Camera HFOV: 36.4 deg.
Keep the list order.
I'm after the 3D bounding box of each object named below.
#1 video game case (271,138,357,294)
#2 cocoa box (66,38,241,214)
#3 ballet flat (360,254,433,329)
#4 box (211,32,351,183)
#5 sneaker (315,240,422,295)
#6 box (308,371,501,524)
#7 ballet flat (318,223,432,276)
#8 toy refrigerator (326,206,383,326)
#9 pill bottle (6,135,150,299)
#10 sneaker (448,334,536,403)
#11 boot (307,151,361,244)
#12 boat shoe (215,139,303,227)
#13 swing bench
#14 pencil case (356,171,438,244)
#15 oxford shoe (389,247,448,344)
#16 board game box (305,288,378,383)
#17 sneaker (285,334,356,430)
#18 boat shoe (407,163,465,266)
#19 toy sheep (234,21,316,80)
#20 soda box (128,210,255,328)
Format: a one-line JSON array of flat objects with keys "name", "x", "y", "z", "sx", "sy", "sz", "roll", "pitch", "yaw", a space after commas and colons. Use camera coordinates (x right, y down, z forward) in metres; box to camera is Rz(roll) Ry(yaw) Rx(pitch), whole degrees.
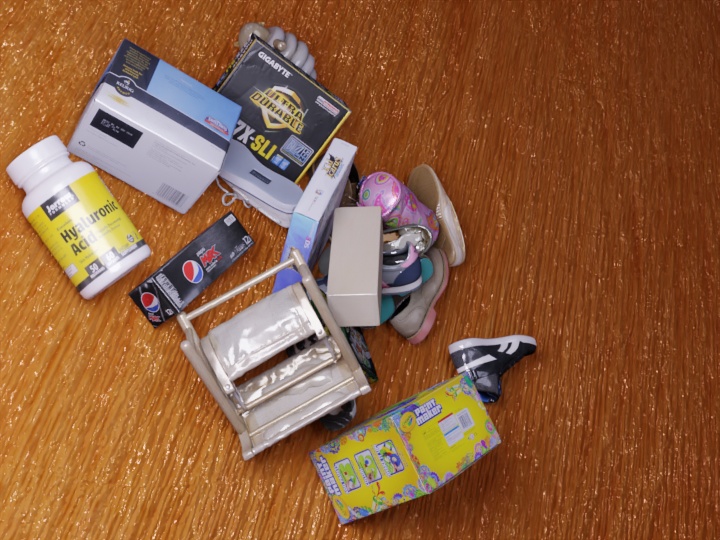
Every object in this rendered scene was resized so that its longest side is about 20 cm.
[{"name": "video game case", "x": -0.073, "y": -0.073, "z": 1.692, "sx": 0.045, "sy": 0.201, "sz": 0.182, "roll": 21, "pitch": 47, "yaw": 2}, {"name": "cocoa box", "x": -0.294, "y": -0.205, "z": 1.573, "sx": 0.198, "sy": 0.133, "sz": 0.133, "roll": 29, "pitch": 50, "yaw": -19}, {"name": "ballet flat", "x": 0.040, "y": 0.036, "z": 1.827, "sx": 0.199, "sy": 0.075, "sz": 0.069, "roll": -38, "pitch": 115, "yaw": -35}, {"name": "box", "x": -0.140, "y": -0.255, "z": 1.757, "sx": 0.199, "sy": 0.160, "sz": 0.049, "roll": 34, "pitch": 14, "yaw": -26}, {"name": "sneaker", "x": 0.000, "y": 0.000, "z": 1.744, "sx": 0.197, "sy": 0.083, "sz": 0.070, "roll": -12, "pitch": 32, "yaw": -9}, {"name": "box", "x": 0.067, "y": 0.266, "z": 1.638, "sx": 0.199, "sy": 0.192, "sz": 0.123, "roll": -22, "pitch": 83, "yaw": -49}, {"name": "ballet flat", "x": 0.027, "y": -0.036, "z": 1.800, "sx": 0.197, "sy": 0.064, "sz": 0.068, "roll": -17, "pitch": 95, "yaw": -17}, {"name": "toy refrigerator", "x": -0.006, "y": -0.006, "z": 1.642, "sx": 0.202, "sy": 0.075, "sz": 0.071, "roll": -87, "pitch": 174, "yaw": -48}, {"name": "pill bottle", "x": -0.377, "y": -0.072, "z": 1.451, "sx": 0.201, "sy": 0.111, "sz": 0.111, "roll": 54, "pitch": 42, "yaw": -5}, {"name": "sneaker", "x": 0.245, "y": 0.180, "z": 1.963, "sx": 0.198, "sy": 0.073, "sz": 0.114, "roll": -1, "pitch": 71, "yaw": -36}, {"name": "boot", "x": -0.027, "y": -0.108, "z": 1.848, "sx": 0.073, "sy": 0.075, "sz": 0.203, "roll": -8, "pitch": 75, "yaw": -48}, {"name": "boat shoe", "x": -0.177, "y": -0.131, "z": 1.715, "sx": 0.200, "sy": 0.087, "sz": 0.075, "roll": 32, "pitch": 46, "yaw": 12}, {"name": "swing bench", "x": -0.119, "y": 0.115, "z": 1.503, "sx": 0.202, "sy": 0.197, "sz": 0.130, "roll": 63, "pitch": -2, "yaw": -22}, {"name": "pencil case", "x": 0.066, "y": -0.099, "z": 1.883, "sx": 0.200, "sy": 0.086, "sz": 0.089, "roll": 33, "pitch": 43, "yaw": -59}, {"name": "oxford shoe", "x": 0.100, "y": 0.028, "z": 1.900, "sx": 0.074, "sy": 0.070, "sz": 0.202, "roll": 35, "pitch": 47, "yaw": -21}, {"name": "board game box", "x": -0.026, "y": 0.102, "z": 1.685, "sx": 0.200, "sy": 0.023, "sz": 0.106, "roll": 46, "pitch": 24, "yaw": -62}, {"name": "sneaker", "x": -0.057, "y": 0.151, "z": 1.694, "sx": 0.089, "sy": 0.076, "sz": 0.203, "roll": 32, "pitch": 38, "yaw": -72}, {"name": "boat shoe", "x": 0.142, "y": -0.097, "z": 2.020, "sx": 0.069, "sy": 0.073, "sz": 0.203, "roll": 10, "pitch": 62, "yaw": -55}, {"name": "toy sheep", "x": -0.134, "y": -0.330, "z": 1.828, "sx": 0.201, "sy": 0.137, "sz": 0.139, "roll": 52, "pitch": 40, "yaw": -28}, {"name": "soda box", "x": -0.240, "y": -0.004, "z": 1.577, "sx": 0.064, "sy": 0.070, "sz": 0.200, "roll": 53, "pitch": 42, "yaw": -9}]
